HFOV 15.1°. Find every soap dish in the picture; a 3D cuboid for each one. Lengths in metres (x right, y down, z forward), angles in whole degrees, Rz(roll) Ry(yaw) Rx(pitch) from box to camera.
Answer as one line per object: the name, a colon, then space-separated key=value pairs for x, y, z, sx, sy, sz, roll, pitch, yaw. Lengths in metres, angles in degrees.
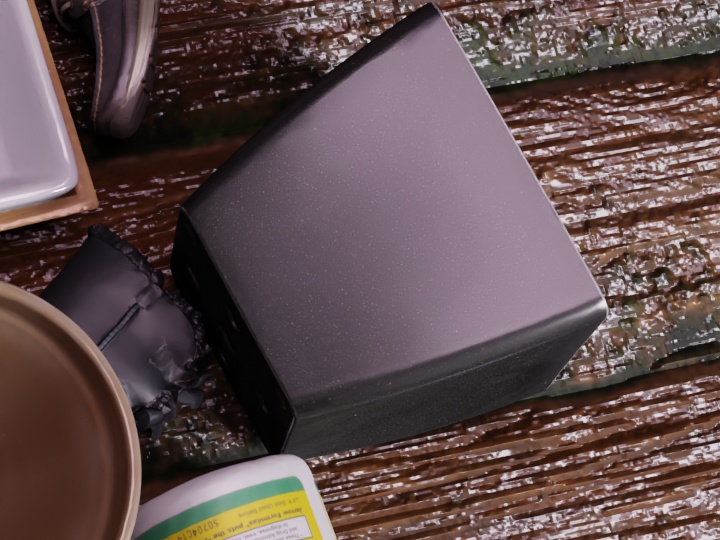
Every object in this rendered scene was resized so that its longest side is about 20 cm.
soap dish: x=-0.255 y=-0.104 z=1.558 sx=0.157 sy=0.081 sz=0.201 roll=-14 pitch=75 yaw=-20

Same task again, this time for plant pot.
plant pot: x=-0.223 y=0.107 z=1.416 sx=0.200 sy=0.093 sz=0.202 roll=5 pitch=78 yaw=-27
plant pot: x=0.000 y=0.000 z=1.541 sx=0.177 sy=0.200 sz=0.200 roll=-27 pitch=80 yaw=-12

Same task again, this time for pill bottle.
pill bottle: x=-0.048 y=0.212 z=1.485 sx=0.112 sy=0.113 sz=0.201 roll=-17 pitch=76 yaw=-20

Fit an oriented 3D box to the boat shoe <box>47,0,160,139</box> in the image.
boat shoe: x=-0.155 y=-0.168 z=1.622 sx=0.073 sy=0.075 sz=0.201 roll=3 pitch=61 yaw=-4

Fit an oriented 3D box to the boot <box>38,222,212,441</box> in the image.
boot: x=-0.191 y=0.037 z=1.530 sx=0.198 sy=0.073 sz=0.162 roll=47 pitch=68 yaw=-3
